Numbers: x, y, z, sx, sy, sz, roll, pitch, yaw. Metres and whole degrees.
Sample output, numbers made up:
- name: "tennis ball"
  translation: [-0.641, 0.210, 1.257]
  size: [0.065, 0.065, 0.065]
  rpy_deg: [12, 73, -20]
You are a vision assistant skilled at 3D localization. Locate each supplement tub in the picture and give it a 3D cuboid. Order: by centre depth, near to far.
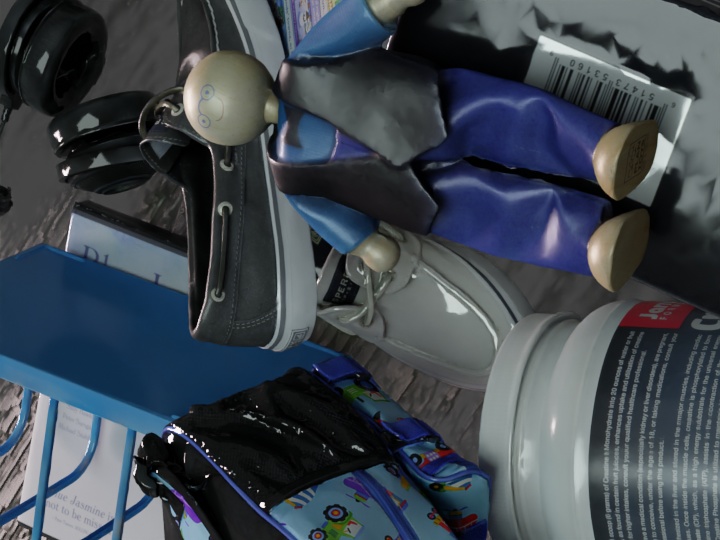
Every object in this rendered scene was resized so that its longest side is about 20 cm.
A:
- name: "supplement tub"
  translation: [0.169, 0.085, 1.114]
  size: [0.199, 0.140, 0.141]
  rpy_deg: [3, 103, 27]

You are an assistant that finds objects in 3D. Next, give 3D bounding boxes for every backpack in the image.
- name: "backpack"
  translation: [0.001, 0.160, 1.100]
  size: [0.200, 0.134, 0.183]
  rpy_deg: [37, 140, 41]

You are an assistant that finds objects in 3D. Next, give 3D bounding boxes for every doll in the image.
- name: "doll"
  translation: [0.019, -0.056, 0.967]
  size: [0.199, 0.048, 0.137]
  rpy_deg: [15, 120, 24]

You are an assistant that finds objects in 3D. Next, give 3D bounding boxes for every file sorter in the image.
- name: "file sorter"
  translation: [-0.130, 0.086, 1.255]
  size: [0.199, 0.139, 0.123]
  rpy_deg: [19, 113, 22]

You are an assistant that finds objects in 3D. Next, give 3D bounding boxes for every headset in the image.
- name: "headset"
  translation: [-0.147, -0.092, 1.294]
  size: [0.200, 0.094, 0.124]
  rpy_deg: [-39, 78, 14]

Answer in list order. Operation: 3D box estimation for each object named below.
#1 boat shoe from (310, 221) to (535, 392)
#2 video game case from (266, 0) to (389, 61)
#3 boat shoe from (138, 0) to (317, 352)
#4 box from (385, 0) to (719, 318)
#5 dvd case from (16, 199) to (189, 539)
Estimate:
- name: "boat shoe"
  translation: [0.000, 0.000, 1.226]
  size: [0.200, 0.066, 0.072]
  rpy_deg: [38, 116, 15]
- name: "video game case"
  translation: [-0.034, -0.151, 1.149]
  size: [0.182, 0.022, 0.201]
  rpy_deg: [151, 114, -64]
- name: "boat shoe"
  translation: [-0.071, -0.056, 1.131]
  size: [0.070, 0.066, 0.201]
  rpy_deg: [139, 125, -61]
- name: "box"
  translation: [0.134, -0.083, 1.051]
  size: [0.199, 0.198, 0.124]
  rpy_deg: [25, 114, 13]
- name: "dvd case"
  translation: [-0.115, 0.076, 1.332]
  size: [0.142, 0.018, 0.201]
  rpy_deg: [21, 110, 23]
